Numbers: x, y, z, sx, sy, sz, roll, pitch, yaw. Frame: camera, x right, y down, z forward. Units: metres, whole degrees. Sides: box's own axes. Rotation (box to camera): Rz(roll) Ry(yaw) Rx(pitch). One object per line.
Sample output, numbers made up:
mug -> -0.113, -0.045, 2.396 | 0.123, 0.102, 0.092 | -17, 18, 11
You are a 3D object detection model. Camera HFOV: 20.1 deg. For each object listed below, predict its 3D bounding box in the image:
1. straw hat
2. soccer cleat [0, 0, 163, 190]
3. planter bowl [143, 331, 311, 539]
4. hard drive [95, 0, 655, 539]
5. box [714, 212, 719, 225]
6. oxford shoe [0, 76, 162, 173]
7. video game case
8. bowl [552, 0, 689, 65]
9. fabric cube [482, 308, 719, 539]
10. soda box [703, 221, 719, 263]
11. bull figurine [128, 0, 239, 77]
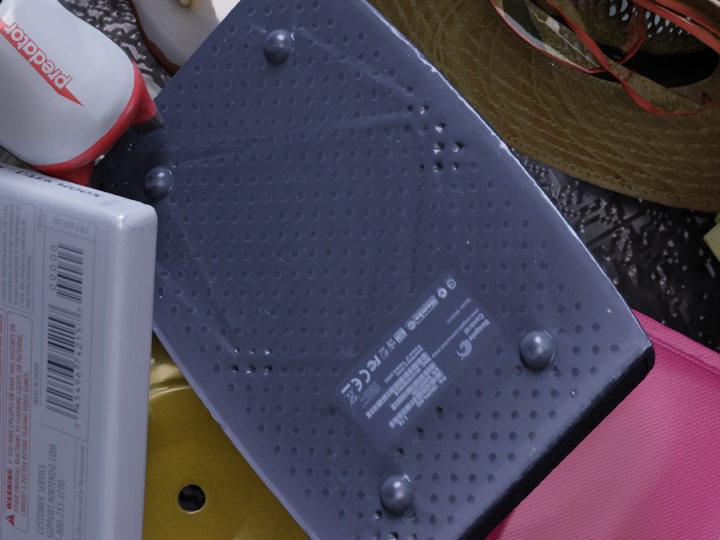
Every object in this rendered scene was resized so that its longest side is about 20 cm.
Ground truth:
straw hat -> 0.096, -0.104, 0.724 | 0.200, 0.201, 0.085 | 27, 75, -5
soccer cleat -> -0.144, -0.089, 0.735 | 0.069, 0.200, 0.085 | -46, 127, -9
planter bowl -> -0.067, 0.072, 0.761 | 0.199, 0.083, 0.201 | -3, 108, -9
hard drive -> 0.000, 0.000, 0.676 | 0.135, 0.042, 0.200 | -47, 60, 14
box -> 0.253, -0.005, 0.800 | 0.200, 0.048, 0.122 | 30, 116, -25
oxford shoe -> -0.149, -0.005, 0.800 | 0.200, 0.058, 0.075 | -43, 111, 7
video game case -> -0.149, 0.055, 0.726 | 0.181, 0.023, 0.201 | 16, 111, 32
bowl -> 0.163, -0.135, 0.810 | 0.200, 0.090, 0.202 | 2, 115, 5
fabric cube -> 0.109, 0.143, 0.752 | 0.196, 0.200, 0.200 | 27, 84, -4
soda box -> 0.206, 0.027, 0.714 | 0.068, 0.064, 0.200 | -42, 135, 15
bull figurine -> -0.044, -0.090, 0.793 | 0.200, 0.121, 0.065 | 41, 104, 3
